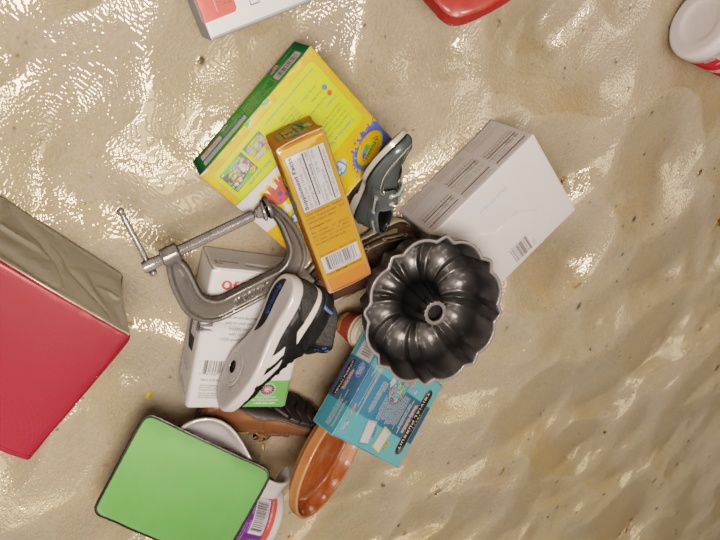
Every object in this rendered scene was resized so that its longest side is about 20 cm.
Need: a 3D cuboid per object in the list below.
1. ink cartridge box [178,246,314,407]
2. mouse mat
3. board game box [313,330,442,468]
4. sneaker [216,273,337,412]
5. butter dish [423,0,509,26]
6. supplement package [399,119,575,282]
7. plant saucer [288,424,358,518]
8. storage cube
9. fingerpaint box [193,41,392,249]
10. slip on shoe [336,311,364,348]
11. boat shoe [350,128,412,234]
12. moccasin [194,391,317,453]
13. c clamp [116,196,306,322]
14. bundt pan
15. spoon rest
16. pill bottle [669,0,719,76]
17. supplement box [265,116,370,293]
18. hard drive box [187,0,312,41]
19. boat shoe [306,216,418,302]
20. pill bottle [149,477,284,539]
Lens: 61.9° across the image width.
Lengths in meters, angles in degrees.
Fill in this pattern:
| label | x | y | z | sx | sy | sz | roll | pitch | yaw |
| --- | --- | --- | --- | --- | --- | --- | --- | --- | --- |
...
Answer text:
| label | x | y | z | sx | sy | sz | roll | pitch | yaw |
| --- | --- | --- | --- | --- | --- | --- | --- | --- | --- |
| ink cartridge box | -0.160 | 0.081 | 0.830 | 0.143 | 0.084 | 0.204 | 7 | 109 | -28 |
| mouse mat | -0.243 | 0.304 | 0.825 | 0.198 | 0.008 | 0.163 | 30 | 94 | -13 |
| board game box | 0.033 | 0.200 | 0.916 | 0.153 | 0.047 | 0.200 | -58 | 138 | -10 |
| sneaker | -0.096 | 0.109 | 0.781 | 0.111 | 0.073 | 0.202 | 23 | 106 | -40 |
| butter dish | 0.128 | -0.382 | 0.727 | 0.198 | 0.148 | 0.201 | -30 | 79 | -10 |
| supplement package | 0.189 | -0.090 | 0.901 | 0.200 | 0.111 | 0.156 | -43 | 123 | 0 |
| plant saucer | -0.053 | 0.294 | 0.958 | 0.201 | 0.032 | 0.203 | -48 | 151 | -38 |
| storage cube | -0.386 | 0.059 | 0.663 | 0.180 | 0.171 | 0.200 | -48 | 123 | 2 |
| fingerpaint box | -0.084 | -0.152 | 0.766 | 0.201 | 0.073 | 0.166 | -49 | 123 | 3 |
| slip on shoe | 0.032 | 0.114 | 0.956 | 0.199 | 0.061 | 0.075 | 35 | 81 | -46 |
| boat shoe | 0.037 | -0.109 | 0.781 | 0.062 | 0.200 | 0.073 | 42 | 64 | 4 |
| moccasin | -0.152 | 0.227 | 0.912 | 0.198 | 0.074 | 0.078 | 12 | 122 | -33 |
| c clamp | -0.163 | -0.024 | 0.721 | 0.197 | 0.027 | 0.174 | -22 | 116 | -18 |
| bundt pan | 0.087 | 0.045 | 0.806 | 0.198 | 0.076 | 0.206 | -5 | 107 | -17 |
| spoon rest | -0.181 | 0.276 | 0.856 | 0.199 | 0.061 | 0.100 | 34 | 92 | -28 |
| pill bottle | 0.605 | -0.370 | 0.966 | 0.196 | 0.112 | 0.114 | 8 | 110 | -27 |
| supplement box | -0.049 | -0.078 | 0.733 | 0.068 | 0.067 | 0.203 | -22 | 120 | -10 |
| hard drive box | -0.108 | -0.366 | 0.654 | 0.197 | 0.077 | 0.158 | -27 | 121 | -11 |
| boat shoe | -0.003 | -0.005 | 0.868 | 0.201 | 0.075 | 0.075 | -36 | 124 | -2 |
| pill bottle | -0.224 | 0.349 | 0.907 | 0.198 | 0.111 | 0.113 | 27 | 100 | -29 |
